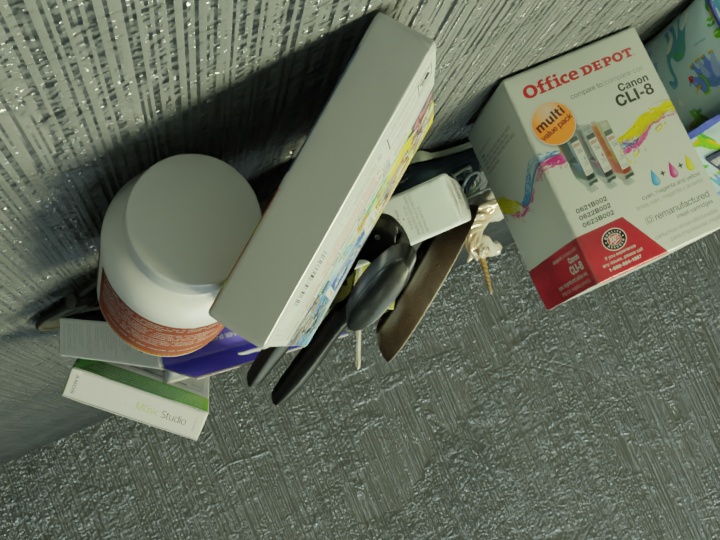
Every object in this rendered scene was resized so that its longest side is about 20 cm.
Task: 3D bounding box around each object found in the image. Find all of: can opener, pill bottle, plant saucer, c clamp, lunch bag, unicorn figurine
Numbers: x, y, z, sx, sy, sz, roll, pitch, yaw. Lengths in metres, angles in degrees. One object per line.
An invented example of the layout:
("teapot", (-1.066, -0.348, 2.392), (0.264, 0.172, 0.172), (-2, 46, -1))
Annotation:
("can opener", (-0.029, 0.034, 0.735), (0.200, 0.063, 0.079), (-44, -178, 28))
("pill bottle", (-0.128, -0.008, 0.647), (0.111, 0.113, 0.200), (-21, 174, -21))
("plant saucer", (0.068, 0.008, 1.018), (0.202, 0.032, 0.200), (-61, -178, 3))
("c clamp", (-0.240, 0.028, 0.940), (0.170, 0.027, 0.199), (-27, 173, 24))
("lunch bag", (0.360, -0.155, 0.867), (0.126, 0.202, 0.170), (-22, 175, -12))
("unicorn figurine", (0.177, -0.094, 1.085), (0.073, 0.203, 0.137), (24, -151, 31))

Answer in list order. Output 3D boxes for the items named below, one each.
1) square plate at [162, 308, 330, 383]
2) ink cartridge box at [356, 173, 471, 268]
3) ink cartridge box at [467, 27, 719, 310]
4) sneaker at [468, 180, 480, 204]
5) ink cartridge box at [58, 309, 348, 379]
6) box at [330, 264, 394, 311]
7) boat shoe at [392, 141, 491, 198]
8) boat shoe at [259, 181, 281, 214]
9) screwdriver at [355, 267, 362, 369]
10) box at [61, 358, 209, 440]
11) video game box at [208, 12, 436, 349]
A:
("square plate", (-0.132, 0.057, 1.042), (0.197, 0.029, 0.198), (-16, -162, -9))
("ink cartridge box", (0.000, -0.028, 0.829), (0.198, 0.048, 0.160), (-21, -179, 10))
("ink cartridge box", (0.214, -0.092, 0.861), (0.144, 0.202, 0.145), (-23, 172, -10))
("sneaker", (0.053, -0.062, 1.078), (0.198, 0.076, 0.100), (-24, 175, -4))
("ink cartridge box", (-0.146, 0.052, 0.862), (0.198, 0.044, 0.197), (4, -170, 38))
("box", (-0.002, 0.019, 1.043), (0.049, 0.076, 0.200), (10, 168, -10))
("boat shoe", (0.090, -0.097, 0.980), (0.075, 0.062, 0.199), (-30, 172, 39))
("boat shoe", (-0.092, -0.032, 0.789), (0.199, 0.074, 0.074), (-31, 177, 8))
("screwdriver", (0.000, 0.000, 0.916), (0.027, 0.203, 0.029), (4, 152, -6))
("box", (-0.236, 0.115, 0.996), (0.143, 0.037, 0.200), (21, -175, -11))
("video game box", (-0.015, -0.046, 0.602), (0.202, 0.046, 0.182), (-60, 172, -2))
